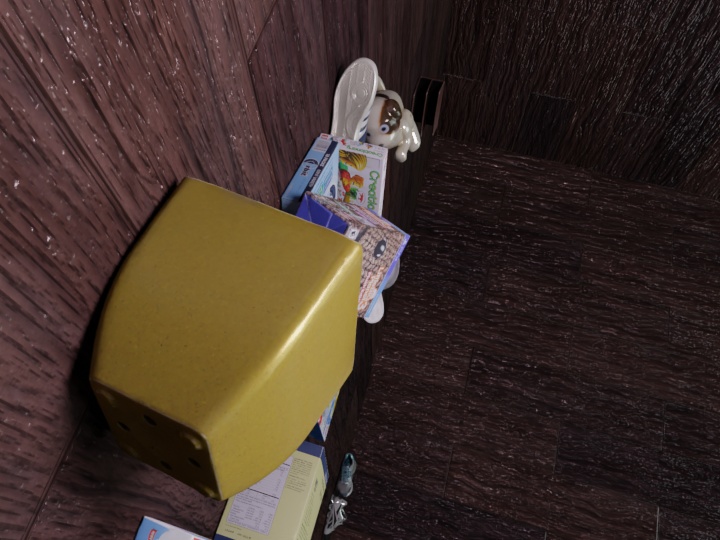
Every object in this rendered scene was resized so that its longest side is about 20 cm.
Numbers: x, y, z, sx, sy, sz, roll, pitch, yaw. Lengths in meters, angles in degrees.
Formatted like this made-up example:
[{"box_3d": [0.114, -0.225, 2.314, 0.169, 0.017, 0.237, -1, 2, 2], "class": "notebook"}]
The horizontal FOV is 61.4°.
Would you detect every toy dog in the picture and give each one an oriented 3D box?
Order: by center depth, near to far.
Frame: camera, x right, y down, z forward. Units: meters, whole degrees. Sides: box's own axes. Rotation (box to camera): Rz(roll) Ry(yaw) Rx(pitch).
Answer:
[{"box_3d": [0.053, -0.322, 1.310, 0.200, 0.135, 0.201, -51, 141, -71], "class": "toy dog"}]

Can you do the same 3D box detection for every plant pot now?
[{"box_3d": [-0.127, 0.076, 0.550, 0.198, 0.191, 0.202, 95, 21, -46], "class": "plant pot"}]

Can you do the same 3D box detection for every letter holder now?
[{"box_3d": [0.246, -0.607, 2.307, 0.203, 0.097, 0.144, 94, 15, -49], "class": "letter holder"}]

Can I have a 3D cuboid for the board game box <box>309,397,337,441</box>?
[{"box_3d": [-0.095, 0.312, 1.556, 0.202, 0.054, 0.201, 87, 18, -63], "class": "board game box"}]

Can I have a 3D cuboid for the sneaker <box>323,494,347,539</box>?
[{"box_3d": [-0.106, 1.071, 2.589, 0.074, 0.086, 0.207, -37, 141, -79], "class": "sneaker"}]

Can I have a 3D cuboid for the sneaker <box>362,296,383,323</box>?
[{"box_3d": [0.000, 0.000, 1.282, 0.115, 0.071, 0.207, -165, -108, -70], "class": "sneaker"}]

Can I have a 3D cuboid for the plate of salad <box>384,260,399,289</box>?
[{"box_3d": [0.020, -0.056, 1.325, 0.047, 0.198, 0.204, -28, 141, -36], "class": "plate of salad"}]

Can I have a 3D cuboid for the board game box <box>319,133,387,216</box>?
[{"box_3d": [-0.019, -0.146, 1.110, 0.203, 0.122, 0.035, 94, 13, -48], "class": "board game box"}]

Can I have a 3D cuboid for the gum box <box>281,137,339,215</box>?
[{"box_3d": [-0.084, -0.090, 1.032, 0.204, 0.043, 0.172, 94, 13, -45], "class": "gum box"}]

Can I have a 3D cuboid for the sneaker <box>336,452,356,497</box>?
[{"box_3d": [-0.069, 0.904, 2.688, 0.203, 0.075, 0.088, -77, 164, -52], "class": "sneaker"}]

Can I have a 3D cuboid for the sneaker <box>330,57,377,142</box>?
[{"box_3d": [-0.013, -0.292, 1.123, 0.085, 0.073, 0.205, -56, 167, -63], "class": "sneaker"}]

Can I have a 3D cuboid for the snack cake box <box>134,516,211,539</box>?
[{"box_3d": [-0.225, 0.378, 0.731, 0.202, 0.065, 0.118, 87, 20, -62], "class": "snack cake box"}]

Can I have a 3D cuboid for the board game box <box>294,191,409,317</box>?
[{"box_3d": [-0.033, -0.017, 0.964, 0.198, 0.096, 0.163, 4, 117, -59], "class": "board game box"}]

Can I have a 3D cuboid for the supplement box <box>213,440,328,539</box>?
[{"box_3d": [-0.150, 0.421, 1.081, 0.202, 0.130, 0.204, 90, 16, -58], "class": "supplement box"}]
